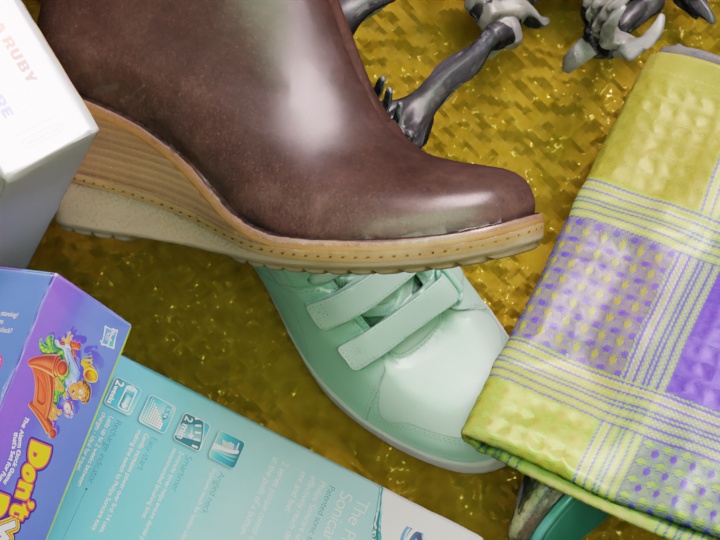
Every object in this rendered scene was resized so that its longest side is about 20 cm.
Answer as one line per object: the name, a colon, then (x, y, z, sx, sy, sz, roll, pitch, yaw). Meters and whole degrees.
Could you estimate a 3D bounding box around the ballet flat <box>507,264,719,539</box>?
ballet flat: (0.125, 0.036, 1.051, 0.200, 0.072, 0.072, -39, 90, -8)

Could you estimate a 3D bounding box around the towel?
towel: (0.141, 0.008, 1.009, 0.143, 0.023, 0.200, 23, 71, 20)

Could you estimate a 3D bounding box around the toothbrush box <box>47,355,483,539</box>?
toothbrush box: (-0.076, 0.127, 0.981, 0.200, 0.085, 0.147, 26, 76, -13)

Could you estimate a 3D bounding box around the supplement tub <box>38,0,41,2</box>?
supplement tub: (-0.082, -0.202, 1.015, 0.122, 0.123, 0.200, 34, 82, -2)

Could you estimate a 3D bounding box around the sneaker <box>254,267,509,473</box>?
sneaker: (-0.001, 0.000, 1.006, 0.074, 0.118, 0.201, -41, 90, -8)

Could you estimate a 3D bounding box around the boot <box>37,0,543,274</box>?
boot: (-0.027, -0.087, 0.908, 0.199, 0.072, 0.167, 7, 99, 21)

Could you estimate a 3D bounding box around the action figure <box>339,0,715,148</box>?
action figure: (0.074, -0.125, 1.027, 0.200, 0.102, 0.119, -35, 85, -19)

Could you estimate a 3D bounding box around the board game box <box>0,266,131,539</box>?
board game box: (-0.190, 0.061, 0.931, 0.045, 0.200, 0.135, 39, 66, -46)

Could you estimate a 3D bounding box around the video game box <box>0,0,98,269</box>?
video game box: (-0.176, -0.084, 0.949, 0.047, 0.200, 0.182, -32, 84, -23)
